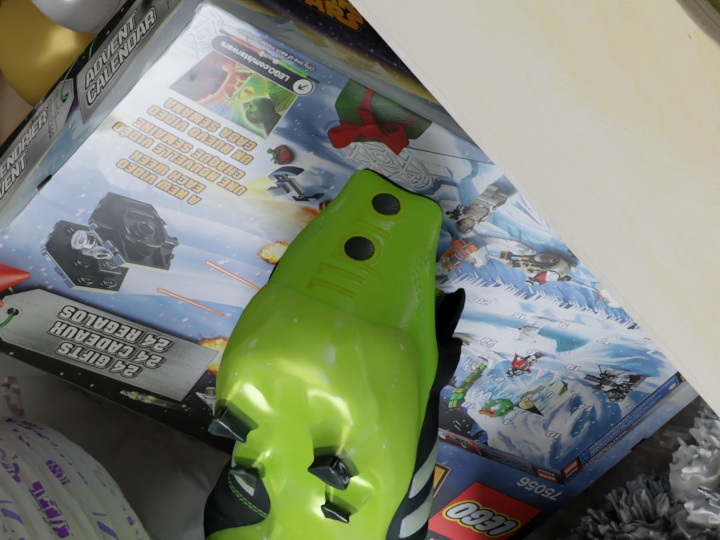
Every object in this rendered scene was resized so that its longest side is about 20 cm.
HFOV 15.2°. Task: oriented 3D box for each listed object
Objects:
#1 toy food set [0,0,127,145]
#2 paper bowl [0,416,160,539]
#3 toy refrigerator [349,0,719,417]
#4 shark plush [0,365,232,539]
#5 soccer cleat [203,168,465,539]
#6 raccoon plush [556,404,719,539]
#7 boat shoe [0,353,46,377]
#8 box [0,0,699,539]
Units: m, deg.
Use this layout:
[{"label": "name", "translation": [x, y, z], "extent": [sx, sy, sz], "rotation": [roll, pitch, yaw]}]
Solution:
[{"label": "toy food set", "translation": [-0.114, -0.078, 0.782], "extent": [0.200, 0.060, 0.144], "rotation": [-39, 54, 30]}, {"label": "paper bowl", "translation": [-0.104, 0.141, 0.752], "extent": [0.200, 0.104, 0.202], "rotation": [-3, 86, 54]}, {"label": "toy refrigerator", "translation": [0.088, -0.029, 0.568], "extent": [0.200, 0.076, 0.070], "rotation": [50, 132, 13]}, {"label": "shark plush", "translation": [-0.044, 0.104, 0.883], "extent": [0.200, 0.091, 0.083], "rotation": [47, 146, -20]}, {"label": "soccer cleat", "translation": [-0.002, 0.045, 0.714], "extent": [0.067, 0.081, 0.200], "rotation": [25, 156, 9]}, {"label": "raccoon plush", "translation": [0.083, 0.086, 0.793], "extent": [0.097, 0.134, 0.200], "rotation": [55, 159, -11]}, {"label": "boat shoe", "translation": [-0.152, 0.006, 0.869], "extent": [0.199, 0.076, 0.060], "rotation": [-19, 129, 23]}, {"label": "box", "translation": [0.000, 0.000, 0.743], "extent": [0.200, 0.040, 0.137], "rotation": [27, 128, -28]}]
